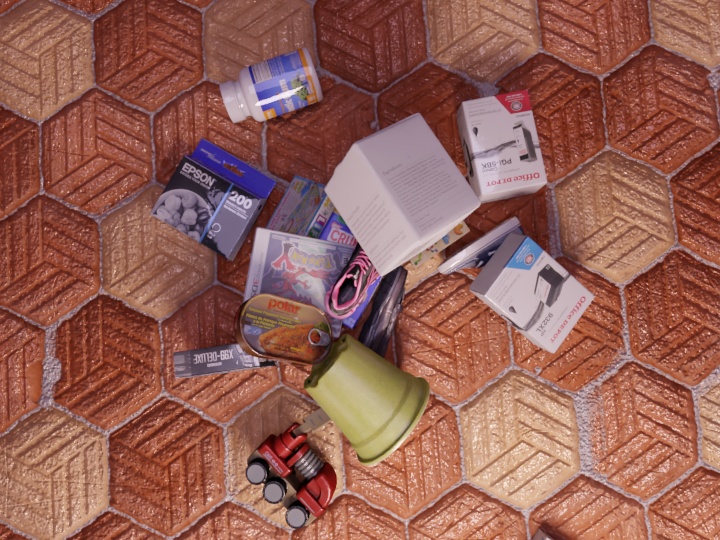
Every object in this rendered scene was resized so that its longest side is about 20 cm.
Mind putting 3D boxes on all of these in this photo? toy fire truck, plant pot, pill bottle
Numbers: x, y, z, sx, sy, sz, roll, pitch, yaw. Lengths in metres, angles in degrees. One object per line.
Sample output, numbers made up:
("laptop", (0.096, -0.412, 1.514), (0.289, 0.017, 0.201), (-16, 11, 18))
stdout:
("toy fire truck", (-0.101, 0.373, 1.186), (0.200, 0.129, 0.176), (-45, 86, 7))
("plant pot", (-0.001, 0.228, 1.127), (0.184, 0.200, 0.201), (42, 87, -9))
("pill bottle", (-0.187, -0.380, 1.239), (0.197, 0.112, 0.114), (-20, 85, -1))

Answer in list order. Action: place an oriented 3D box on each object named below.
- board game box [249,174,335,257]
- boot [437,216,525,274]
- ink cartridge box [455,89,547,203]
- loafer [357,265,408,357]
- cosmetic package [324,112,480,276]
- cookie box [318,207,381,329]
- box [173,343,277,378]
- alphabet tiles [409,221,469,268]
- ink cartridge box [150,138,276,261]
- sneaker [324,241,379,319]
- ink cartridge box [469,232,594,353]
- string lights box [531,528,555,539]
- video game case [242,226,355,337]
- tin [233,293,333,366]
("board game box", (-0.136, -0.089, 1.214), (0.134, 0.034, 0.202), (26, 86, 46))
("boot", (0.262, -0.024, 1.225), (0.198, 0.073, 0.091), (-31, 91, -3))
("ink cartridge box", (0.293, -0.256, 1.237), (0.145, 0.083, 0.203), (-11, 85, -1))
("loafer", (0.056, 0.087, 1.229), (0.062, 0.072, 0.202), (24, 92, -17))
("cosmetic package", (0.070, -0.134, 1.059), (0.164, 0.165, 0.201), (-30, 84, -30))
("cookie box", (-0.038, -0.008, 1.225), (0.170, 0.075, 0.202), (29, 86, 3))
("box", (-0.255, 0.173, 1.151), (0.155, 0.200, 0.051), (-8, 81, -1))
("alphabet tiles", (0.117, -0.111, 1.167), (0.199, 0.006, 0.168), (-34, 85, -3))
("ink cartridge box", (-0.310, -0.155, 1.258), (0.196, 0.043, 0.202), (29, 85, 3))
("sneaker", (0.000, 0.000, 1.110), (0.078, 0.095, 0.202), (29, 84, 4))
("ink cartridge box", (0.342, 0.044, 1.182), (0.199, 0.084, 0.146), (38, 89, -15))
("string lights box", (0.419, 0.623, 1.178), (0.199, 0.059, 0.103), (35, 86, 3))
("video game case", (-0.120, 0.025, 1.146), (0.197, 0.023, 0.185), (10, 92, -15))
("tin", (-0.138, 0.109, 1.078), (0.198, 0.042, 0.114), (19, 70, -35))
